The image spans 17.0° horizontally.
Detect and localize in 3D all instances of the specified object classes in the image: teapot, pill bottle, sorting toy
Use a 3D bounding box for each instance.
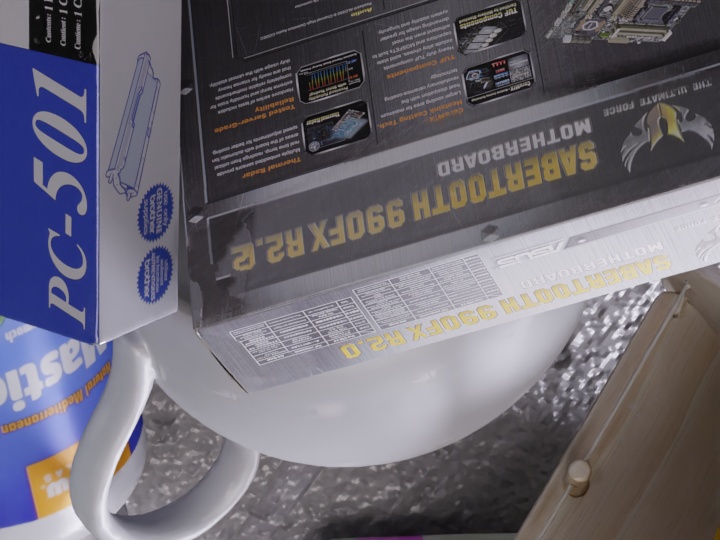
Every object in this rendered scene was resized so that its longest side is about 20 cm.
[{"bbox_3d":[0.000,0.000,0.879,0.199,0.198,0.146,-2,144,13],"label":"teapot"},{"bbox_3d":[-0.142,0.040,0.914,0.111,0.112,0.201,-10,121,-1],"label":"pill bottle"},{"bbox_3d":[0.122,0.094,0.888,0.106,0.180,0.201,31,79,2],"label":"sorting toy"}]

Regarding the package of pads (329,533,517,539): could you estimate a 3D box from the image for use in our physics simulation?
[{"bbox_3d":[0.078,0.183,1.005,0.198,0.155,0.068,0,136,-5],"label":"package of pads"}]

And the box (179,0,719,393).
[{"bbox_3d":[0.039,-0.063,0.771,0.199,0.159,0.048,-17,147,14],"label":"box"}]

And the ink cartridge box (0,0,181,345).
[{"bbox_3d":[-0.103,-0.086,0.746,0.094,0.044,0.201,15,114,31],"label":"ink cartridge box"}]
